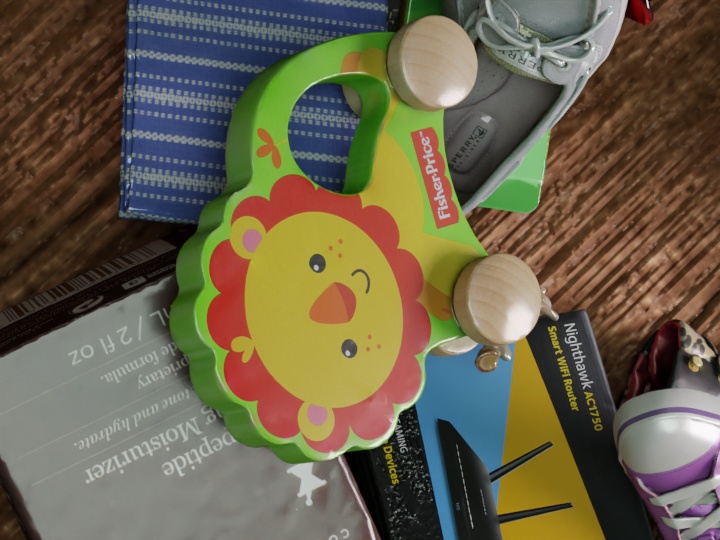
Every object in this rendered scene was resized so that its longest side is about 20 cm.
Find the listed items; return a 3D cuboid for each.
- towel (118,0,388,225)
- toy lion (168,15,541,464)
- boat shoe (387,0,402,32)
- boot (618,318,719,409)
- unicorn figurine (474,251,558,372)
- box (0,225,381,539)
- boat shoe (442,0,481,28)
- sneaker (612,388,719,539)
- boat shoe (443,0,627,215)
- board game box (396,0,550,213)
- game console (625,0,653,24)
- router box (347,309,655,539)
[{"bbox_3d":[-0.055,-0.117,1.288,0.144,0.024,0.201,5,76,-17],"label":"towel"},{"bbox_3d":[-0.013,-0.012,1.223,0.191,0.069,0.201,-16,92,-33],"label":"toy lion"},{"bbox_3d":[-0.002,-0.193,1.354,0.066,0.057,0.201,5,93,-13],"label":"boat shoe"},{"bbox_3d":[0.242,0.067,1.424,0.150,0.073,0.201,24,96,-16],"label":"boot"},{"bbox_3d":[0.000,0.000,1.350,0.199,0.137,0.074,18,112,-34],"label":"unicorn figurine"},{"bbox_3d":[-0.106,0.099,1.300,0.165,0.164,0.201,-26,100,-10],"label":"box"},{"bbox_3d":[0.048,-0.194,1.316,0.071,0.070,0.202,-4,117,-11],"label":"boat shoe"},{"bbox_3d":[0.198,0.155,1.327,0.072,0.115,0.201,-20,132,20],"label":"sneaker"},{"bbox_3d":[0.079,-0.099,1.288,0.074,0.202,0.065,30,45,-5],"label":"boat shoe"},{"bbox_3d":[0.068,-0.137,1.391,0.095,0.030,0.201,8,90,-13],"label":"board game box"},{"bbox_3d":[0.152,-0.247,1.332,0.172,0.119,0.201,-26,100,-28],"label":"game console"},{"bbox_3d":[0.079,0.133,1.361,0.148,0.051,0.201,-11,71,-14],"label":"router box"}]
